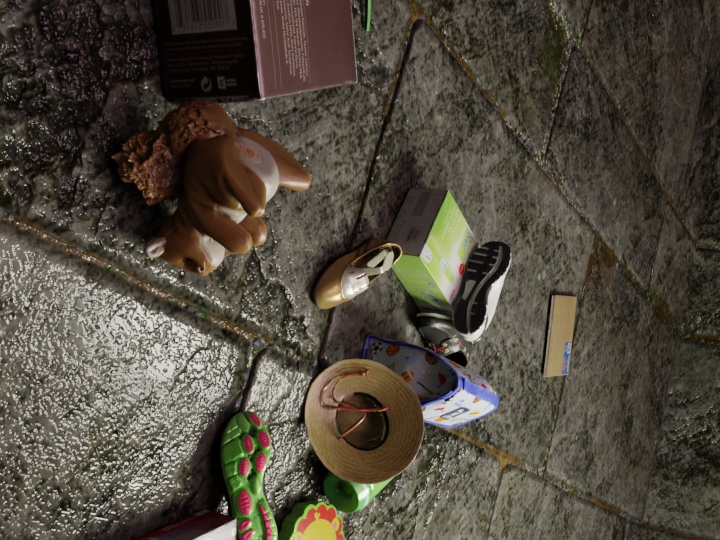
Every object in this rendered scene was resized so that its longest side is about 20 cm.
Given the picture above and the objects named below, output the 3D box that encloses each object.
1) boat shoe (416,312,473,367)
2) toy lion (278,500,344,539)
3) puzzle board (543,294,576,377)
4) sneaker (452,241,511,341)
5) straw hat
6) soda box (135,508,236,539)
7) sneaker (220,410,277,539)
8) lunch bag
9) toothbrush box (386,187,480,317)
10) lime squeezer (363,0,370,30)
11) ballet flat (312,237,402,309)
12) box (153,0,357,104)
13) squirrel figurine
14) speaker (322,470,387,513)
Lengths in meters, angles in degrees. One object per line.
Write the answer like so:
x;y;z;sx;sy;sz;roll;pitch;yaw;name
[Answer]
0.161;0.131;1.720;0.201;0.073;0.063;42;54;-54;boat shoe
-0.092;0.465;1.425;0.200;0.068;0.193;-11;97;-54;toy lion
0.494;0.162;2.263;0.150;0.017;0.201;6;91;-57;puzzle board
0.222;0.038;1.666;0.201;0.073;0.080;-64;157;-18;sneaker
0.001;0.246;1.477;0.085;0.200;0.202;117;-7;-72;straw hat
-0.248;0.376;1.173;0.200;0.063;0.071;-10;102;-54;soda box
-0.165;0.300;1.285;0.076;0.084;0.201;0;79;-23;sneaker
0.117;0.197;1.557;0.170;0.199;0.125;31;70;-54;lunch bag
0.135;-0.030;1.648;0.146;0.086;0.200;-64;142;-26;toothbrush box
-0.005;-0.474;1.415;0.071;0.038;0.200;-61;140;-29;lime squeezer
0.000;0.000;1.475;0.200;0.063;0.069;-42;128;-44;ballet flat
-0.129;-0.304;1.146;0.200;0.165;0.165;-24;114;-51;box
-0.198;-0.095;1.102;0.200;0.187;0.142;45;32;-6;squirrel figurine
0.023;0.324;1.542;0.200;0.088;0.089;-33;122;-49;speaker
